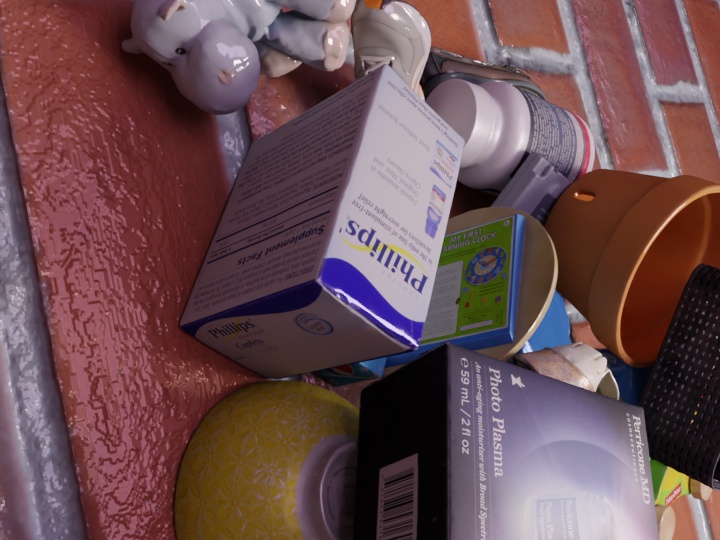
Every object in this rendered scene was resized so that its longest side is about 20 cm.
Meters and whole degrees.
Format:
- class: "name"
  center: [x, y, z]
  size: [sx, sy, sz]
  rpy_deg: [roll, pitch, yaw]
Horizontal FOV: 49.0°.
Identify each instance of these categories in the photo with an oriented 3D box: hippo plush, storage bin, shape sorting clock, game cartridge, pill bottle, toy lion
- class: "hippo plush"
  center: [-0.105, -0.225, 0.651]
  size: [0.201, 0.158, 0.161]
  rpy_deg: [53, 48, -17]
- class: "storage bin"
  center: [0.368, 0.111, 0.802]
  size: [0.134, 0.093, 0.203]
  rpy_deg: [22, 91, -45]
- class: "shape sorting clock"
  center: [0.088, 0.024, 0.722]
  size: [0.039, 0.197, 0.203]
  rpy_deg: [42, 52, -38]
- class: "game cartridge"
  center: [0.208, -0.037, 0.902]
  size: [0.199, 0.134, 0.042]
  rpy_deg: [27, 17, -45]
- class: "pill bottle"
  center: [0.164, -0.146, 0.899]
  size: [0.198, 0.119, 0.122]
  rpy_deg: [10, 70, -40]
- class: "toy lion"
  center: [0.382, 0.211, 0.989]
  size: [0.198, 0.068, 0.196]
  rpy_deg: [-20, 106, -44]

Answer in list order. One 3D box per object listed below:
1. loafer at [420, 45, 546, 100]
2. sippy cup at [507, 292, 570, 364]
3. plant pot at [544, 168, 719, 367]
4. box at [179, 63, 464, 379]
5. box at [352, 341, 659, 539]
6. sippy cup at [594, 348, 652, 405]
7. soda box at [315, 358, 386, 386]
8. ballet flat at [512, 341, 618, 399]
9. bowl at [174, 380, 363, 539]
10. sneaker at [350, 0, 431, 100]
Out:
- class: "loafer"
  center: [0.150, -0.231, 0.951]
  size: [0.197, 0.071, 0.064]
  rpy_deg: [-2, 71, -40]
- class: "sippy cup"
  center: [0.132, 0.065, 0.785]
  size: [0.179, 0.129, 0.140]
  rpy_deg: [56, 48, -14]
- class: "plant pot"
  center: [0.288, -0.019, 0.846]
  size: [0.197, 0.140, 0.203]
  rpy_deg: [-19, 126, -29]
- class: "box"
  center: [-0.029, -0.031, 0.642]
  size: [0.104, 0.182, 0.203]
  rpy_deg: [35, 56, -30]
- class: "box"
  center: [0.106, 0.183, 0.563]
  size: [0.196, 0.123, 0.203]
  rpy_deg: [20, 57, -27]
- class: "sippy cup"
  center: [0.280, 0.147, 0.905]
  size: [0.139, 0.129, 0.180]
  rpy_deg: [40, 54, -25]
- class: "soda box"
  center: [0.000, 0.000, 0.741]
  size: [0.067, 0.064, 0.203]
  rpy_deg: [34, 56, -30]
- class: "ballet flat"
  center: [0.190, 0.103, 0.696]
  size: [0.067, 0.068, 0.200]
  rpy_deg: [-48, 140, -3]
- class: "bowl"
  center: [-0.034, 0.181, 0.622]
  size: [0.198, 0.107, 0.204]
  rpy_deg: [14, 68, -39]
- class: "sneaker"
  center: [0.024, -0.170, 0.755]
  size: [0.201, 0.074, 0.093]
  rpy_deg: [71, 34, -63]
